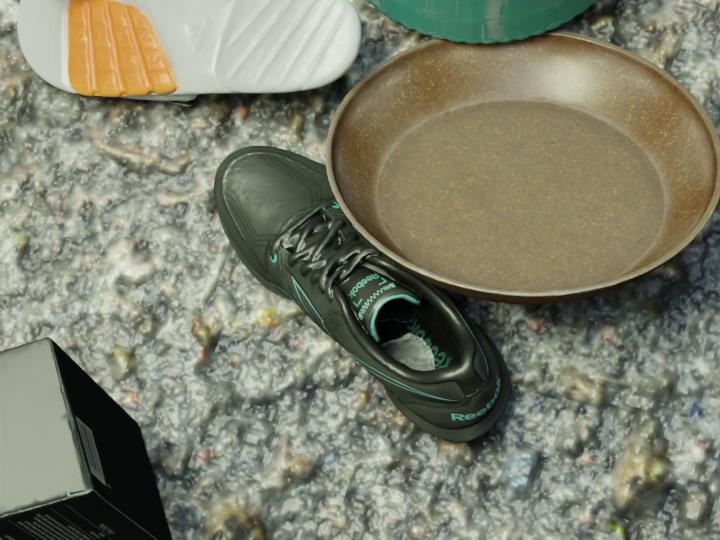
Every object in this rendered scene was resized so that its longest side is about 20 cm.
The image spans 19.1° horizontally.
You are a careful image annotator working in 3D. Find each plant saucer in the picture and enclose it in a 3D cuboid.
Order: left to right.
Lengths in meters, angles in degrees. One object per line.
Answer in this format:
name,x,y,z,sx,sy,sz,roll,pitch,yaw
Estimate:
plant saucer,0.082,-0.047,1.076,0.199,0.037,0.201,-1,44,1

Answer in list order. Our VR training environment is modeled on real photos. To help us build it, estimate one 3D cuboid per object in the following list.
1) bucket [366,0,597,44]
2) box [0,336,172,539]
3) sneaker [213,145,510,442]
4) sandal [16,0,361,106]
bucket,0.063,-0.226,1.098,0.206,0.135,0.209,-2,67,4
box,-0.180,0.107,1.011,0.140,0.200,0.079,-19,74,0
sneaker,0.000,0.000,1.085,0.200,0.079,0.075,42,84,17
sandal,-0.088,-0.122,1.136,0.205,0.059,0.080,10,88,23
